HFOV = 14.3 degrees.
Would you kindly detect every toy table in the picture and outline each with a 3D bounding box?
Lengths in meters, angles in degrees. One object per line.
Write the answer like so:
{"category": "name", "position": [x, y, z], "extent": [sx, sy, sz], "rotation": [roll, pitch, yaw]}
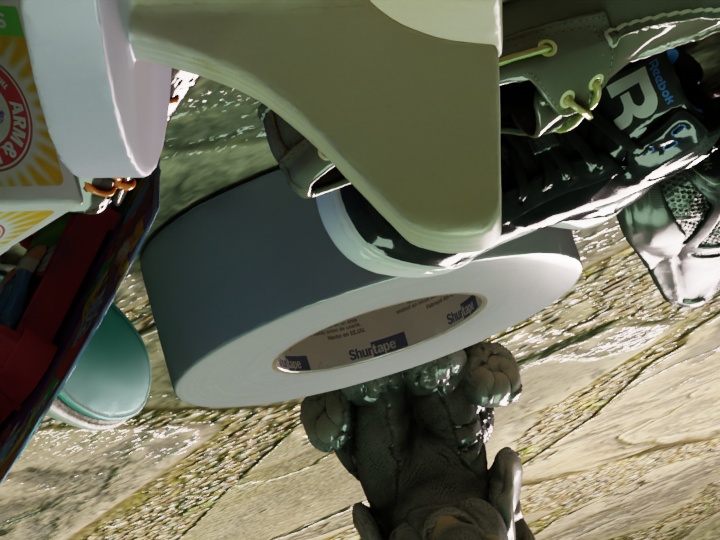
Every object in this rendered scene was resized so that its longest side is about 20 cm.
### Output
{"category": "toy table", "position": [-0.022, -0.095, 0.746], "extent": [0.116, 0.185, 0.200], "rotation": [-1, 175, 3]}

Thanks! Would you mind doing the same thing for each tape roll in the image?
{"category": "tape roll", "position": [0.000, 0.000, 1.335], "extent": [0.199, 0.066, 0.200], "rotation": [-17, 166, -4]}

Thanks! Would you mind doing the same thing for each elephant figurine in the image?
{"category": "elephant figurine", "position": [0.046, 0.151, 1.704], "extent": [0.141, 0.201, 0.155], "rotation": [-27, 164, 34]}

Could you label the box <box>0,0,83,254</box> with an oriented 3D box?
{"category": "box", "position": [-0.197, -0.044, 0.835], "extent": [0.199, 0.102, 0.112], "rotation": [-3, 161, -46]}

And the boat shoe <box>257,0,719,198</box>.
{"category": "boat shoe", "position": [0.057, -0.078, 1.105], "extent": [0.201, 0.061, 0.072], "rotation": [-14, 166, -13]}

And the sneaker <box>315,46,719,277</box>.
{"category": "sneaker", "position": [0.078, -0.059, 1.207], "extent": [0.200, 0.073, 0.112], "rotation": [-15, 166, -48]}

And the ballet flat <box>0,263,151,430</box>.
{"category": "ballet flat", "position": [-0.162, 0.029, 1.279], "extent": [0.069, 0.070, 0.200], "rotation": [-21, 162, 17]}

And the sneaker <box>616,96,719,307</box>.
{"category": "sneaker", "position": [0.188, -0.037, 1.399], "extent": [0.114, 0.077, 0.199], "rotation": [-13, 162, 11]}

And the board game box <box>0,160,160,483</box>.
{"category": "board game box", "position": [-0.134, 0.017, 1.110], "extent": [0.158, 0.039, 0.200], "rotation": [-57, -169, 11]}

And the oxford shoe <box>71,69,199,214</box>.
{"category": "oxford shoe", "position": [-0.080, -0.060, 0.976], "extent": [0.200, 0.073, 0.071], "rotation": [-28, 162, 38]}
